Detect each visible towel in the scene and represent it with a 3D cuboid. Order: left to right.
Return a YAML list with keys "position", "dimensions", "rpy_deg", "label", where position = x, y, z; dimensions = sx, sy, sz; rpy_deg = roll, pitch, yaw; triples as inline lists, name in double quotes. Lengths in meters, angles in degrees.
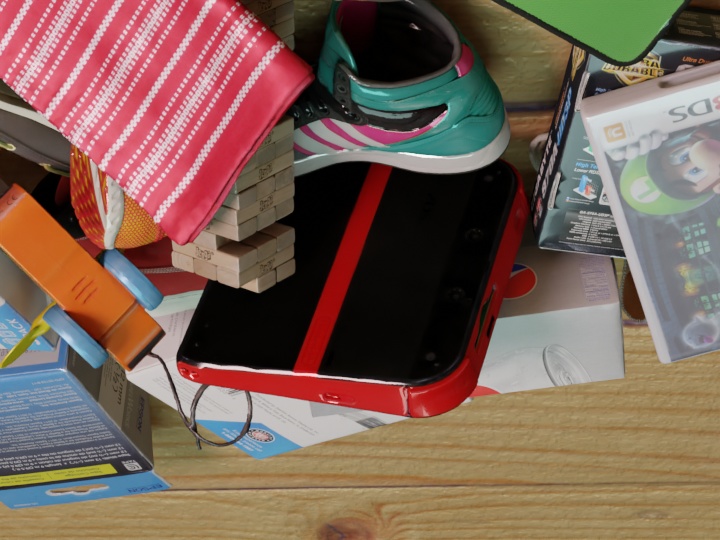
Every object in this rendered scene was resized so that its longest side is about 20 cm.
- position: [-0.133, -0.122, 1.171]
  dimensions: [0.200, 0.022, 0.145]
  rpy_deg: [42, 123, 2]
  label: "towel"

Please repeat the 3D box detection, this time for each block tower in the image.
- position: [-0.073, -0.085, 1.215]
  dimensions: [0.058, 0.054, 0.200]
  rpy_deg: [17, 122, 33]
  label: "block tower"

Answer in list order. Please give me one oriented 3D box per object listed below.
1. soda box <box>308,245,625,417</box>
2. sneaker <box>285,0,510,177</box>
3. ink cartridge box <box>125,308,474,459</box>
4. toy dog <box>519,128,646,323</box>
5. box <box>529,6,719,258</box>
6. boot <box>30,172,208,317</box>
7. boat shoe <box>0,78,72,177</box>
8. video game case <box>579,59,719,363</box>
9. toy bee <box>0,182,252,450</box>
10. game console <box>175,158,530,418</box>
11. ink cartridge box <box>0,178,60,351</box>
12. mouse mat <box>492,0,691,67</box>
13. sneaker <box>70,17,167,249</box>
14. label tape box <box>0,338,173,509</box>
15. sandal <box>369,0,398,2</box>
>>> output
- position: [0.061, 0.036, 1.326]
  dimensions: [0.200, 0.063, 0.068]
  rpy_deg: [-7, 132, 2]
  label: "soda box"
- position: [-0.018, -0.111, 1.244]
  dimensions: [0.200, 0.084, 0.121]
  rpy_deg: [-1, 144, 11]
  label: "sneaker"
- position: [-0.038, 0.047, 1.473]
  dimensions: [0.200, 0.084, 0.145]
  rpy_deg: [-18, 140, 35]
  label: "ink cartridge box"
- position: [0.129, -0.001, 1.389]
  dimensions: [0.132, 0.096, 0.200]
  rpy_deg: [20, 143, -25]
  label: "toy dog"
- position: [0.215, -0.076, 1.274]
  dimensions: [0.200, 0.046, 0.159]
  rpy_deg: [6, 128, -7]
  label: "box"
- position: [-0.113, -0.039, 1.376]
  dimensions: [0.200, 0.072, 0.144]
  rpy_deg: [-14, 142, 29]
  label: "boot"
- position: [-0.217, -0.108, 1.271]
  dimensions: [0.201, 0.072, 0.061]
  rpy_deg: [27, 135, -36]
  label: "boat shoe"
- position: [0.241, -0.042, 1.257]
  dimensions: [0.182, 0.023, 0.200]
  rpy_deg: [-15, 128, 10]
  label: "video game case"
- position: [-0.167, 0.029, 1.334]
  dimensions: [0.131, 0.200, 0.109]
  rpy_deg: [-26, -167, -14]
  label: "toy bee"
- position: [0.000, 0.000, 1.284]
  dimensions: [0.177, 0.200, 0.031]
  rpy_deg: [5, 138, 17]
  label: "game console"
- position: [-0.297, -0.005, 1.396]
  dimensions: [0.200, 0.068, 0.115]
  rpy_deg: [1, 149, 30]
  label: "ink cartridge box"
- position: [0.116, -0.202, 1.111]
  dimensions: [0.200, 0.008, 0.161]
  rpy_deg: [25, 117, -28]
  label: "mouse mat"
- position: [-0.127, -0.109, 1.242]
  dimensions: [0.077, 0.073, 0.200]
  rpy_deg: [-13, 126, -30]
  label: "sneaker"
- position: [-0.241, 0.105, 1.606]
  dimensions: [0.143, 0.066, 0.200]
  rpy_deg: [-8, 148, 16]
  label: "label tape box"
- position: [-0.003, -0.182, 1.161]
  dimensions: [0.200, 0.082, 0.055]
  rpy_deg: [1, 169, -9]
  label: "sandal"
